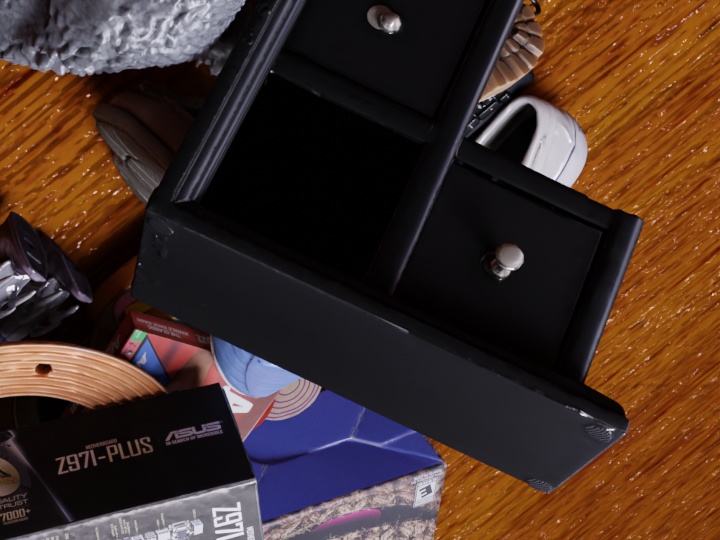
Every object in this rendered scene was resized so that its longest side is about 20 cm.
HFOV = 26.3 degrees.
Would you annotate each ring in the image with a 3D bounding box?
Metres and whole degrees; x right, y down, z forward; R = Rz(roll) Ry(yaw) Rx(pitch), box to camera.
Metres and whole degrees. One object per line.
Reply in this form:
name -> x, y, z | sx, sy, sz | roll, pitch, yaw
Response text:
ring -> -0.191, 0.110, 0.836 | 0.200, 0.019, 0.201 | -11, 132, -13

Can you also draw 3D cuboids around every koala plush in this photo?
koala plush -> -0.087, -0.158, 0.674 | 0.200, 0.184, 0.178 | -11, 116, -66

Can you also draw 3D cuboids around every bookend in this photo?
bookend -> 0.037, -0.043, 0.650 | 0.199, 0.200, 0.092 | -64, -179, -25

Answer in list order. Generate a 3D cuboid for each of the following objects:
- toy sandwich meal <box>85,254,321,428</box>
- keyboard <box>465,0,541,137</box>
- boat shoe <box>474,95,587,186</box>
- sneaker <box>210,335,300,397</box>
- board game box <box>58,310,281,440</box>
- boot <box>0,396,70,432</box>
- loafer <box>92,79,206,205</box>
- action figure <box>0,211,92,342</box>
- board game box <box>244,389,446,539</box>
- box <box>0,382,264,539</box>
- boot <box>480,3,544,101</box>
toy sandwich meal -> -0.072, 0.044, 0.931 | 0.205, 0.070, 0.205 | -19, 136, -20
keyboard -> 0.039, -0.137, 0.866 | 0.104, 0.040, 0.200 | -46, 140, 11
boat shoe -> 0.059, -0.025, 0.963 | 0.065, 0.074, 0.200 | 25, 100, -53
sneaker -> -0.021, 0.019, 0.762 | 0.076, 0.077, 0.200 | 12, 146, -24
board game box -> -0.133, 0.112, 0.885 | 0.103, 0.019, 0.200 | 18, 121, -34
boot -> -0.193, 0.142, 0.955 | 0.075, 0.074, 0.200 | -16, 136, 7
loafer -> -0.088, -0.065, 0.771 | 0.063, 0.072, 0.200 | -44, -179, -9
action figure -> -0.242, 0.051, 0.822 | 0.200, 0.069, 0.130 | -38, 145, 6
board game box -> -0.042, 0.192, 1.071 | 0.159, 0.097, 0.200 | -15, 135, -23
box -> -0.134, 0.178, 0.831 | 0.164, 0.086, 0.200 | -13, 125, -12
boot -> 0.000, -0.085, 0.798 | 0.200, 0.075, 0.107 | -24, 176, -44
